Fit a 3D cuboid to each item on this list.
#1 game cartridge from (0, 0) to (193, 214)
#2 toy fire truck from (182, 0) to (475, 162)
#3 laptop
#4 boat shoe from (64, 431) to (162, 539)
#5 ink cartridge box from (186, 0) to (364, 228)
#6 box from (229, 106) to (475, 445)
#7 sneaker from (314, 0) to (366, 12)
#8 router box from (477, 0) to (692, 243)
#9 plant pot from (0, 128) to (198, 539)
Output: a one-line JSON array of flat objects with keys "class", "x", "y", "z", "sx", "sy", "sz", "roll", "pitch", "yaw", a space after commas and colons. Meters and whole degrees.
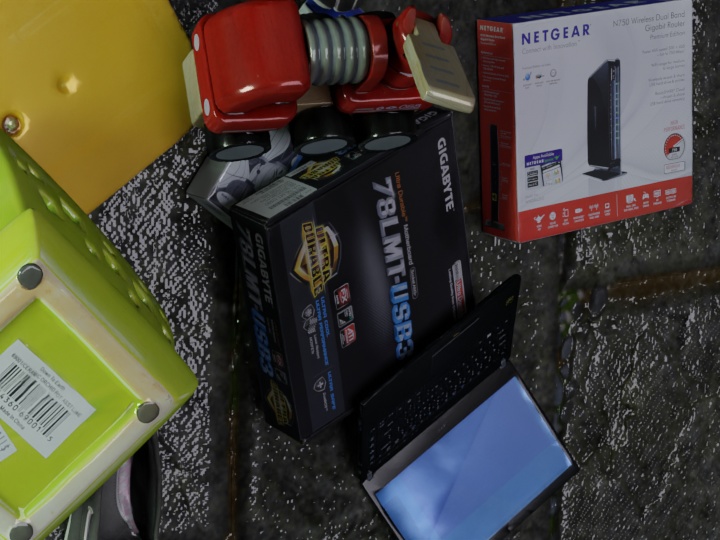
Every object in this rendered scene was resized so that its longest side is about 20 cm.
[{"class": "game cartridge", "x": -0.210, "y": -0.130, "z": 1.253, "sx": 0.200, "sy": 0.032, "sz": 0.177, "roll": -42, "pitch": 121, "yaw": -23}, {"class": "toy fire truck", "x": -0.011, "y": -0.135, "z": 1.226, "sx": 0.175, "sy": 0.200, "sz": 0.130, "roll": -5, "pitch": 77, "yaw": -22}, {"class": "laptop", "x": 0.093, "y": 0.135, "z": 1.475, "sx": 0.177, "sy": 0.103, "sz": 0.201, "roll": -38, "pitch": 154, "yaw": -23}, {"class": "boat shoe", "x": -0.177, "y": 0.182, "z": 1.328, "sx": 0.067, "sy": 0.057, "sz": 0.201, "roll": -10, "pitch": 106, "yaw": -33}, {"class": "ink cartridge box", "x": -0.040, "y": -0.114, "z": 1.370, "sx": 0.099, "sy": 0.039, "sz": 0.201, "roll": 36, "pitch": 79, "yaw": -34}, {"class": "box", "x": 0.000, "y": 0.000, "z": 1.387, "sx": 0.198, "sy": 0.050, "sz": 0.201, "roll": -30, "pitch": 128, "yaw": -32}, {"class": "sneaker", "x": -0.053, "y": -0.241, "z": 1.312, "sx": 0.199, "sy": 0.083, "sz": 0.081, "roll": -2, "pitch": 117, "yaw": -50}, {"class": "router box", "x": 0.190, "y": -0.130, "z": 1.521, "sx": 0.199, "sy": 0.049, "sz": 0.181, "roll": -13, "pitch": 108, "yaw": -32}, {"class": "plant pot", "x": -0.232, "y": 0.052, "z": 1.162, "sx": 0.199, "sy": 0.181, "sz": 0.200, "roll": -43, "pitch": 121, "yaw": -4}]
